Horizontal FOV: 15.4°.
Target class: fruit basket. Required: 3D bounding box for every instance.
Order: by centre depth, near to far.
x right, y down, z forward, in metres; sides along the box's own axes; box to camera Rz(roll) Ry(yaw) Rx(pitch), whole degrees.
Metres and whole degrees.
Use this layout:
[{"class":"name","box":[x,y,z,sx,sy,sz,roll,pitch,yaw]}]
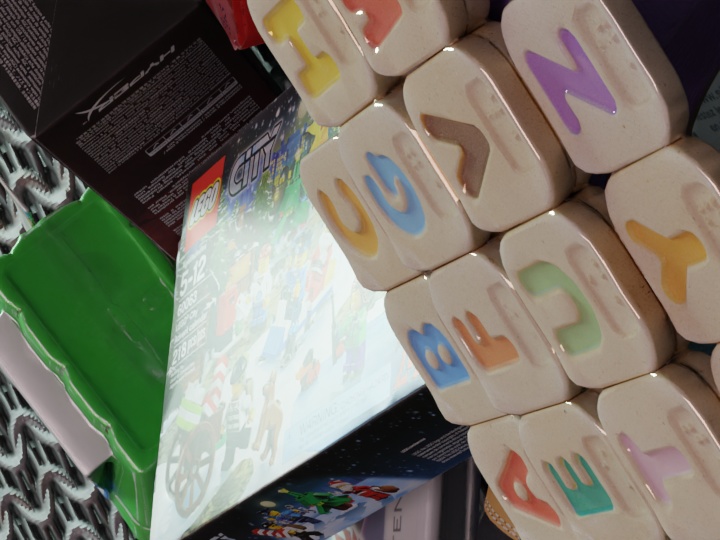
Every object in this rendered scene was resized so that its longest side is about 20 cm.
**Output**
[{"class":"fruit basket","box":[-0.091,0.052,1.098,0.185,0.094,0.200,51,165,14]}]

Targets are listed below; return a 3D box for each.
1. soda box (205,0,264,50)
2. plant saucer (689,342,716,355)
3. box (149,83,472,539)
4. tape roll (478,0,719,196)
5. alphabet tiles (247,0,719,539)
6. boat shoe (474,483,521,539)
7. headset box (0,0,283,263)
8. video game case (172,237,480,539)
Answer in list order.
[{"class":"soda box","box":[-0.041,-0.146,0.850,0.200,0.070,0.064,-124,22,-54]},{"class":"plant saucer","box":[0.126,0.098,0.703,0.201,0.070,0.019,61,-171,-4]},{"class":"box","box":[0.000,0.000,0.789,0.200,0.038,0.137,-36,44,54]},{"class":"tape roll","box":[0.108,-0.089,0.606,0.066,0.200,0.200,52,147,19]},{"class":"alphabet tiles","box":[0.042,0.008,0.587,0.200,0.015,0.196,58,161,-2]},{"class":"boat shoe","box":[0.117,0.111,0.751,0.199,0.075,0.062,29,102,-5]},{"class":"headset box","box":[-0.098,-0.094,0.964,0.149,0.075,0.200,52,-179,19]},{"class":"video game case","box":[-0.018,0.067,0.887,0.200,0.023,0.183,-14,71,61]}]
